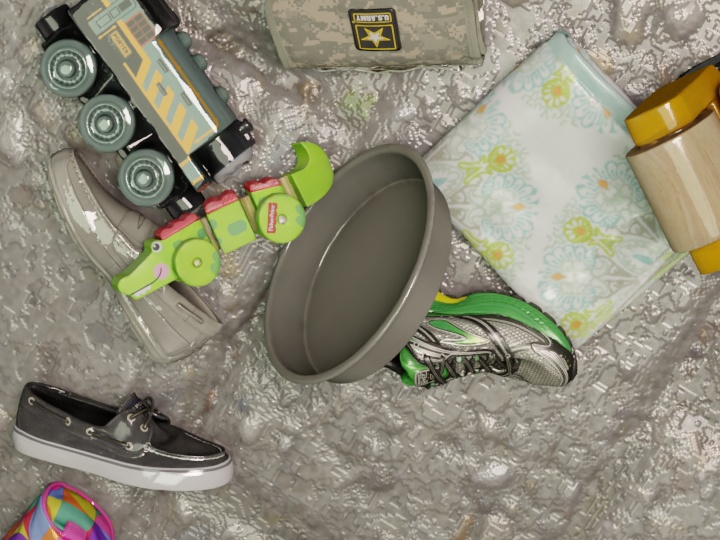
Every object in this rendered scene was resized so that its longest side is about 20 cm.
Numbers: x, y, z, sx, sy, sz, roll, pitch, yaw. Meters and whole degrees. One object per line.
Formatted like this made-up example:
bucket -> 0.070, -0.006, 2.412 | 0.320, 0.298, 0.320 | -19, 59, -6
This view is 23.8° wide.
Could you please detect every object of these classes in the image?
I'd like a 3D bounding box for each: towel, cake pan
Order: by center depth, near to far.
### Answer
cake pan -> 0.000, 0.000, 1.320 | 0.037, 0.201, 0.201 | 28, 111, -31
towel -> 0.163, -0.060, 1.337 | 0.171, 0.048, 0.200 | -43, 93, 17

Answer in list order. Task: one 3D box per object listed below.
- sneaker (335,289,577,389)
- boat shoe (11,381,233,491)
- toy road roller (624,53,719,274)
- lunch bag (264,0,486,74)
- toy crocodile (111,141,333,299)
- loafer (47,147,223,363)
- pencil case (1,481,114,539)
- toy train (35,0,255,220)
sneaker -> 0.074, 0.065, 1.357 | 0.198, 0.086, 0.079 | 10, 139, 12
boat shoe -> -0.201, 0.134, 1.451 | 0.198, 0.070, 0.067 | 12, 108, 16
toy road roller -> 0.292, -0.099, 1.225 | 0.145, 0.200, 0.124 | -23, 99, 38
lunch bag -> 0.011, -0.244, 1.287 | 0.162, 0.118, 0.202 | -1, 110, 11
toy crocodile -> -0.109, -0.035, 1.355 | 0.199, 0.067, 0.062 | -28, 102, -9
loafer -> -0.185, -0.019, 1.408 | 0.069, 0.070, 0.201 | -30, 104, 11
pencil case -> -0.300, 0.278, 1.494 | 0.088, 0.088, 0.200 | 40, 107, -1
toy train -> -0.172, -0.141, 1.368 | 0.113, 0.085, 0.201 | -35, 95, 7
